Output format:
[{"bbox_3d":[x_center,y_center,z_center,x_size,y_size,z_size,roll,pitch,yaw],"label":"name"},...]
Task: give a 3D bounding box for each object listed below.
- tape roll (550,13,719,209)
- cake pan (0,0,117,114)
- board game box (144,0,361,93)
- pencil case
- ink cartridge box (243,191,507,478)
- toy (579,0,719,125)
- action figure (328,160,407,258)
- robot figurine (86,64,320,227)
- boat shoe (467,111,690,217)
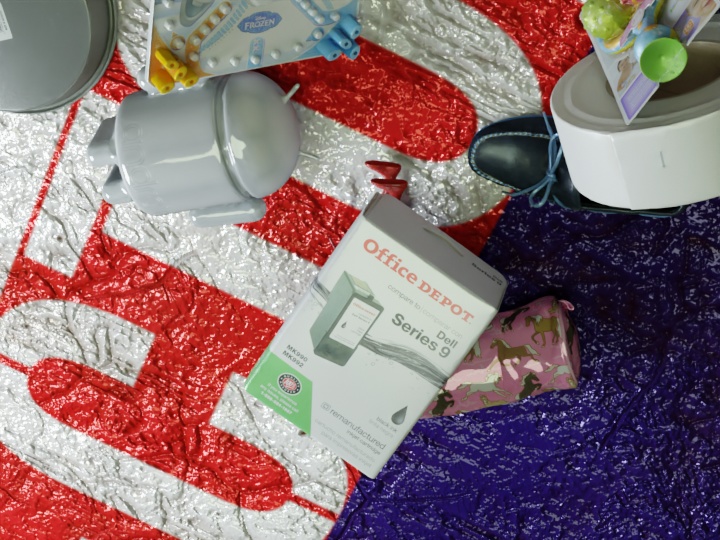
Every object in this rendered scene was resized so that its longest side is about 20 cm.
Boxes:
[{"bbox_3d":[0.255,-0.130,1.251,0.202,0.203,0.071,-12,119,16],"label":"tape roll"},{"bbox_3d":[-0.319,-0.229,1.406,0.199,0.037,0.201,4,116,9],"label":"cake pan"},{"bbox_3d":[-0.073,-0.243,1.268,0.199,0.026,0.201,-15,136,-29],"label":"board game box"},{"bbox_3d":[0.107,0.082,1.449,0.199,0.083,0.087,-11,124,16],"label":"pencil case"},{"bbox_3d":[0.013,0.055,1.372,0.146,0.084,0.200,34,111,-1],"label":"ink cartridge box"},{"bbox_3d":[0.208,-0.211,1.222,0.047,0.200,0.115,23,119,-22],"label":"toy"},{"bbox_3d":[0.000,0.000,1.442,0.051,0.065,0.201,3,116,-15],"label":"action figure"},{"bbox_3d":[-0.138,-0.112,1.385,0.199,0.113,0.170,-10,125,15],"label":"robot figurine"},{"bbox_3d":[0.191,-0.091,1.358,0.199,0.069,0.085,5,116,8],"label":"boat shoe"}]
